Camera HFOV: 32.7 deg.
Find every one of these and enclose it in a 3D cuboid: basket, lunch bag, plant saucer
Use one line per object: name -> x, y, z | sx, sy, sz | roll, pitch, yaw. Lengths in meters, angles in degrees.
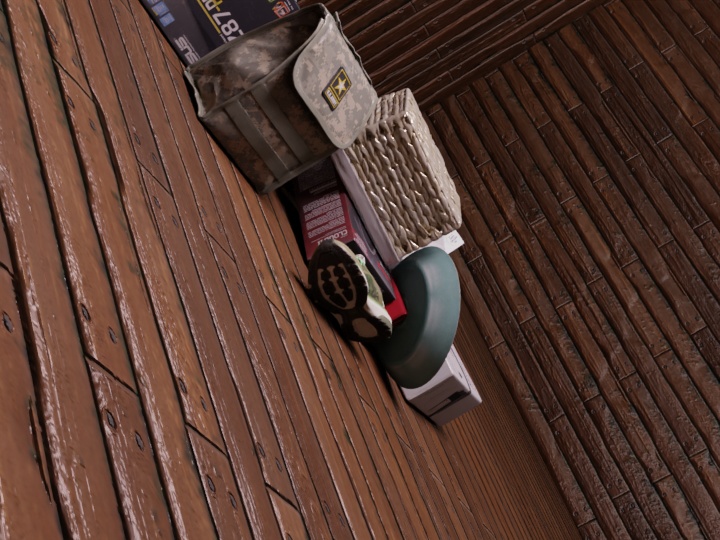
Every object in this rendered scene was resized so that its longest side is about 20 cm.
basket -> 0.050, -0.133, 1.683 | 0.136, 0.122, 0.202 | -83, 149, -66
lunch bag -> -0.085, -0.214, 1.500 | 0.164, 0.199, 0.118 | 53, 9, -49
plant saucer -> 0.069, 0.062, 1.703 | 0.036, 0.201, 0.201 | 12, 35, -28

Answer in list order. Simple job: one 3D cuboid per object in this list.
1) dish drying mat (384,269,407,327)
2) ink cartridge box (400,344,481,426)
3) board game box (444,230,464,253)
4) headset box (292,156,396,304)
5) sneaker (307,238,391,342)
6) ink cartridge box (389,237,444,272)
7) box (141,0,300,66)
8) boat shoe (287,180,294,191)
dish drying mat -> 0.006, 0.012, 1.741 | 0.018, 0.076, 0.201 | 50, 13, -47
ink cartridge box -> 0.102, 0.140, 1.880 | 0.146, 0.084, 0.200 | 64, 7, 24
board game box -> 0.072, -0.056, 2.085 | 0.199, 0.034, 0.135 | -32, 85, -40
headset box -> -0.023, -0.045, 1.683 | 0.149, 0.074, 0.202 | 54, 18, -47
sneaker -> -0.016, 0.011, 1.544 | 0.201, 0.076, 0.090 | 64, 19, -52
ink cartridge box -> 0.074, -0.083, 1.896 | 0.162, 0.050, 0.203 | 17, 62, -60
box -> -0.188, -0.357, 1.492 | 0.201, 0.160, 0.049 | 56, 7, -35
boat shoe -> -0.070, -0.137, 1.801 | 0.062, 0.074, 0.200 | 62, 8, 26
